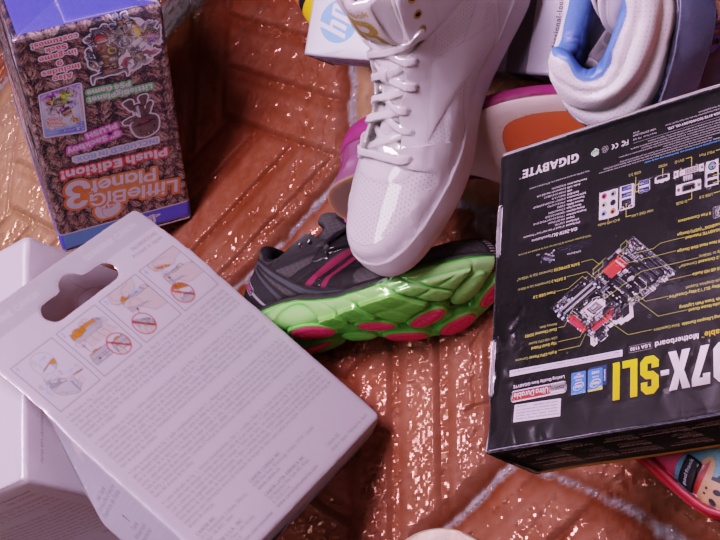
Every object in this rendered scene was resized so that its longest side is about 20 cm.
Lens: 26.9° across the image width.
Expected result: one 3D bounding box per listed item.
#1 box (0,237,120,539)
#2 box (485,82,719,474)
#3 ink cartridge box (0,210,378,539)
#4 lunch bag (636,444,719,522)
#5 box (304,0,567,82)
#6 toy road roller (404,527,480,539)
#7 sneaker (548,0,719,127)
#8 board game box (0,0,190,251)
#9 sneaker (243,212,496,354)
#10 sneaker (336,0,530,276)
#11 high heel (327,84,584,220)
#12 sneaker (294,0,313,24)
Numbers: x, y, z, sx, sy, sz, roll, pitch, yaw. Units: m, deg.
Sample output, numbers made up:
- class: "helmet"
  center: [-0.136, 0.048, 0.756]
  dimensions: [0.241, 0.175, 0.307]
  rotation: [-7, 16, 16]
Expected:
- class: "box"
  center: [-0.164, 0.092, 0.931]
  dimensions: [0.106, 0.200, 0.153]
  rotation: [-24, 58, 32]
- class: "box"
  center: [0.151, 0.000, 0.682]
  dimensions: [0.200, 0.049, 0.160]
  rotation: [-16, 61, 40]
- class: "ink cartridge box"
  center: [-0.110, 0.074, 0.862]
  dimensions: [0.200, 0.160, 0.047]
  rotation: [39, 134, 8]
- class: "lunch bag"
  center: [0.195, 0.012, 0.729]
  dimensions: [0.200, 0.082, 0.176]
  rotation: [-56, 42, 8]
- class: "box"
  center: [0.071, -0.194, 0.898]
  dimensions: [0.200, 0.041, 0.156]
  rotation: [10, 91, 30]
- class: "toy road roller"
  center: [0.085, 0.227, 0.713]
  dimensions: [0.146, 0.123, 0.200]
  rotation: [-8, 67, 24]
- class: "sneaker"
  center: [0.181, -0.146, 0.755]
  dimensions: [0.200, 0.146, 0.081]
  rotation: [-50, 47, 15]
- class: "board game box"
  center: [-0.195, -0.145, 1.052]
  dimensions: [0.097, 0.200, 0.160]
  rotation: [-16, 51, -13]
- class: "sneaker"
  center: [0.000, 0.000, 0.910]
  dimensions: [0.200, 0.077, 0.084]
  rotation: [-9, 68, 37]
- class: "sneaker"
  center: [0.016, -0.105, 0.814]
  dimensions: [0.074, 0.116, 0.200]
  rotation: [15, 82, 40]
- class: "high heel"
  center: [0.075, -0.089, 0.899]
  dimensions: [0.200, 0.068, 0.096]
  rotation: [-10, 32, 23]
- class: "sneaker"
  center: [0.042, -0.220, 0.979]
  dimensions: [0.200, 0.070, 0.090]
  rotation: [-40, 69, 21]
